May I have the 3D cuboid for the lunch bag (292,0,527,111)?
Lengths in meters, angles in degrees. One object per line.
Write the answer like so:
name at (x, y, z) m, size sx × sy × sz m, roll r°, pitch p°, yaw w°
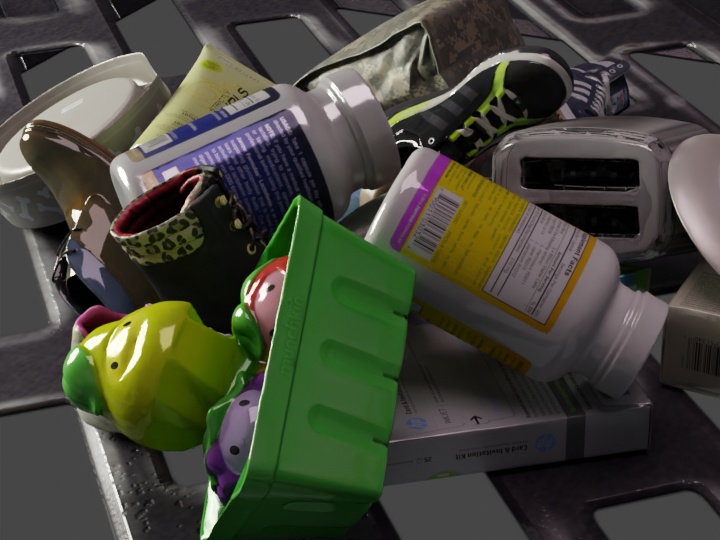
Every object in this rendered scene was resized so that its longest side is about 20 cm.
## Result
lunch bag at (0.037, -0.177, 1.637) m, size 0.200 × 0.118 × 0.164 m, roll -19°, pitch 12°, yaw 36°

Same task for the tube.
tube at (-0.138, -0.134, 1.488) m, size 0.052 × 0.058 × 0.200 m, roll -10°, pitch 26°, yaw 28°

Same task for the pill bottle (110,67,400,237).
pill bottle at (-0.078, -0.072, 1.317) m, size 0.199 × 0.116 × 0.116 m, roll -25°, pitch 32°, yaw -10°

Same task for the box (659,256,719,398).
box at (0.294, 0.019, 1.306) m, size 0.082 × 0.069 × 0.200 m, roll 14°, pitch 31°, yaw 25°

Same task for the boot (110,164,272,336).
boot at (-0.060, -0.012, 1.227) m, size 0.203 × 0.154 × 0.074 m, roll -24°, pitch 34°, yaw 8°

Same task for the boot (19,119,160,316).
boot at (-0.217, -0.033, 1.372) m, size 0.200 × 0.075 × 0.097 m, roll 42°, pitch 51°, yaw 9°

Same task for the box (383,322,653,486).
box at (0.085, 0.084, 1.227) m, size 0.199 × 0.041 × 0.156 m, roll -6°, pitch 27°, yaw -11°

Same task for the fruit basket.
fruit basket at (-0.083, 0.064, 1.100) m, size 0.215 × 0.156 × 0.216 m, roll 8°, pitch 63°, yaw -15°

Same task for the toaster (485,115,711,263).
toaster at (0.195, -0.061, 1.360) m, size 0.199 × 0.114 × 0.129 m, roll 5°, pitch 10°, yaw 29°

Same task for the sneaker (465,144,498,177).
sneaker at (0.077, -0.085, 1.504) m, size 0.077 × 0.082 × 0.200 m, roll 12°, pitch 30°, yaw 25°

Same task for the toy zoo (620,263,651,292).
toy zoo at (0.130, 0.008, 1.310) m, size 0.131 × 0.021 × 0.200 m, roll 8°, pitch 8°, yaw 25°

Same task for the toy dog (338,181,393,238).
toy dog at (0.000, 0.000, 1.369) m, size 0.199 × 0.097 × 0.132 m, roll -21°, pitch 33°, yaw -4°

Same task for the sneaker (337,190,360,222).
sneaker at (-0.066, -0.058, 1.453) m, size 0.199 × 0.090 × 0.078 m, roll -19°, pitch 32°, yaw -30°

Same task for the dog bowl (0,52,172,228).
dog bowl at (-0.248, -0.112, 1.531) m, size 0.200 × 0.059 × 0.200 m, roll -24°, pitch 26°, yaw 13°

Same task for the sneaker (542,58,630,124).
sneaker at (0.216, -0.145, 1.624) m, size 0.108 × 0.070 × 0.200 m, roll -9°, pitch 25°, yaw -8°

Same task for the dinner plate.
dinner plate at (0.313, -0.031, 1.275) m, size 0.200 × 0.024 × 0.201 m, roll 22°, pitch 42°, yaw -21°

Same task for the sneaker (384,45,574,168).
sneaker at (0.088, -0.109, 1.418) m, size 0.200 × 0.072 × 0.083 m, roll -25°, pitch 37°, yaw 34°

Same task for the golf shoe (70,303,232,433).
golf shoe at (-0.111, 0.069, 1.199) m, size 0.199 × 0.092 × 0.075 m, roll 1°, pitch 37°, yaw 15°

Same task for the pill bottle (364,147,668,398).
pill bottle at (0.102, 0.007, 1.168) m, size 0.200 × 0.104 × 0.104 m, roll 29°, pitch 32°, yaw 2°
